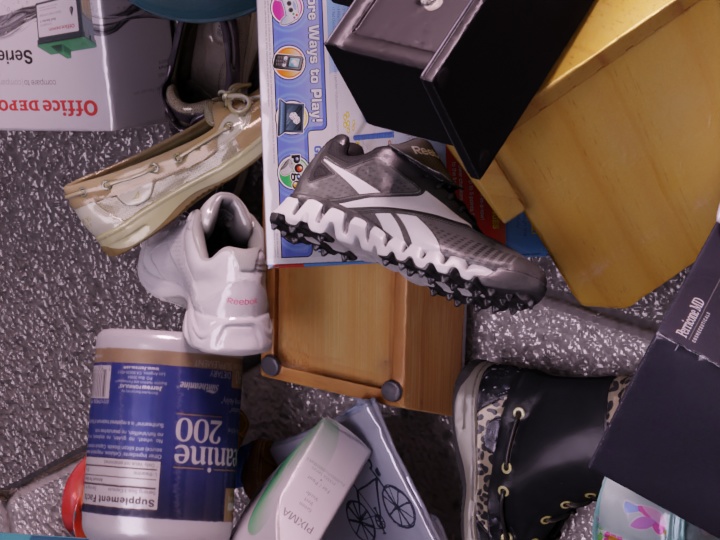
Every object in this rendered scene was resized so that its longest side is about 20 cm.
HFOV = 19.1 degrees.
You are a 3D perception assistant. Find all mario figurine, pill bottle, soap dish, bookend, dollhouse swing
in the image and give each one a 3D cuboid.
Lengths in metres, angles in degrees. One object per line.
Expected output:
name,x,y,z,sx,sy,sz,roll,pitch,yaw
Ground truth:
mario figurine,-0.160,0.183,1.691,0.199,0.106,0.124,-23,89,35
pill bottle,-0.146,0.146,1.566,0.110,0.111,0.202,0,84,35
soap dish,0.000,0.000,1.544,0.156,0.081,0.202,11,108,32
bookend,0.029,-0.180,1.310,0.199,0.199,0.092,18,154,35
dollhouse swing,0.153,-0.112,1.380,0.199,0.176,0.182,-35,48,1

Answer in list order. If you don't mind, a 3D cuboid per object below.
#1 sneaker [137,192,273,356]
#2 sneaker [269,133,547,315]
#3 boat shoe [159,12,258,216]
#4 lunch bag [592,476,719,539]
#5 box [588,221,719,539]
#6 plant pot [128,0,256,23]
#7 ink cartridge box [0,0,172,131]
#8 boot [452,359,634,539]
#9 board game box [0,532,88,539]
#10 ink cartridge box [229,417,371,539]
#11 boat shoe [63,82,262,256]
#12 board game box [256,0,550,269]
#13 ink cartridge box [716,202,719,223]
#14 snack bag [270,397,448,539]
sneaker,-0.105,-0.015,1.554,0.200,0.077,0.100,-139,54,-58
sneaker,0.038,-0.037,1.344,0.199,0.066,0.091,20,80,33
boat shoe,-0.118,-0.128,1.601,0.072,0.065,0.201,24,116,26
lunch bag,0.220,0.191,1.398,0.077,0.160,0.202,13,116,37
box,0.258,0.079,1.289,0.181,0.200,0.105,29,119,9
plant pot,-0.128,-0.277,1.448,0.198,0.188,0.202,0,91,9
ink cartridge box,-0.226,-0.208,1.642,0.145,0.084,0.202,2,103,34
boot,0.149,0.162,1.491,0.153,0.073,0.205,-2,103,32
board game box,-0.212,0.275,1.739,0.199,0.047,0.151,-1,139,35
ink cartridge box,-0.078,0.216,1.526,0.050,0.200,0.161,36,148,-3
boat shoe,-0.119,-0.091,1.543,0.200,0.073,0.063,-35,103,8
board game box,0.032,-0.105,1.431,0.194,0.056,0.202,-2,90,3
ink cartridge box,0.321,-0.096,1.289,0.161,0.057,0.201,19,109,9
snack bag,0.012,0.197,1.582,0.201,0.021,0.188,63,151,2
